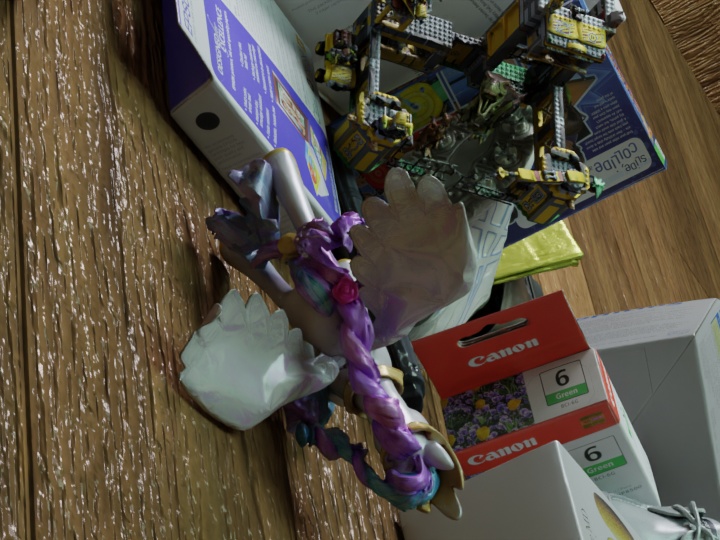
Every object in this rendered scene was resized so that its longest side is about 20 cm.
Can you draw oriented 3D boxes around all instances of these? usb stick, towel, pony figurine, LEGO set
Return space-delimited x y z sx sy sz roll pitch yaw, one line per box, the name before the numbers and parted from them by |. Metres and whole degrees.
usb stick | 0.000 0.000 1.516 0.055 0.033 0.200 100 -25 -61
towel | 0.082 -0.068 1.780 0.200 0.086 0.018 59 -28 34
pony figurine | -0.014 0.025 1.270 0.200 0.167 0.193 57 -2 47
LEGO set | 0.082 -0.125 1.528 0.200 0.116 0.154 22 54 -17

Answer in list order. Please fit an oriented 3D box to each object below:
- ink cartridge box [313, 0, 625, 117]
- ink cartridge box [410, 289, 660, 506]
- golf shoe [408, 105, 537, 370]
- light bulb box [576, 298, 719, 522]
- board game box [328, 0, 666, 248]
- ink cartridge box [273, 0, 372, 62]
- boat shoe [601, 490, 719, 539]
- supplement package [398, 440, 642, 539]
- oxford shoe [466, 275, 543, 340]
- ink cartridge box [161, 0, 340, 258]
ink cartridge box | 0.062 -0.186 1.708 0.145 0.200 0.084 39 25 -41
ink cartridge box | 0.115 0.103 1.555 0.200 0.109 0.050 60 14 -47
golf shoe | 0.065 -0.024 1.617 0.200 0.078 0.097 -57 147 -27
light bulb box | 0.212 0.135 1.762 0.200 0.125 0.198 -27 108 -76
board game box | 0.095 -0.087 1.677 0.135 0.200 0.034 62 13 -9
ink cartridge box | -0.058 -0.254 1.582 0.200 0.125 0.129 51 19 -37
boat shoe | 0.207 0.182 1.580 0.201 0.072 0.070 37 28 -47
supplement package | 0.122 0.211 1.445 0.200 0.110 0.114 48 22 -46
oxford shoe | 0.081 -0.028 1.787 0.084 0.073 0.200 26 38 -56
ink cartridge box | -0.082 -0.134 1.458 0.200 0.043 0.198 54 17 -40
